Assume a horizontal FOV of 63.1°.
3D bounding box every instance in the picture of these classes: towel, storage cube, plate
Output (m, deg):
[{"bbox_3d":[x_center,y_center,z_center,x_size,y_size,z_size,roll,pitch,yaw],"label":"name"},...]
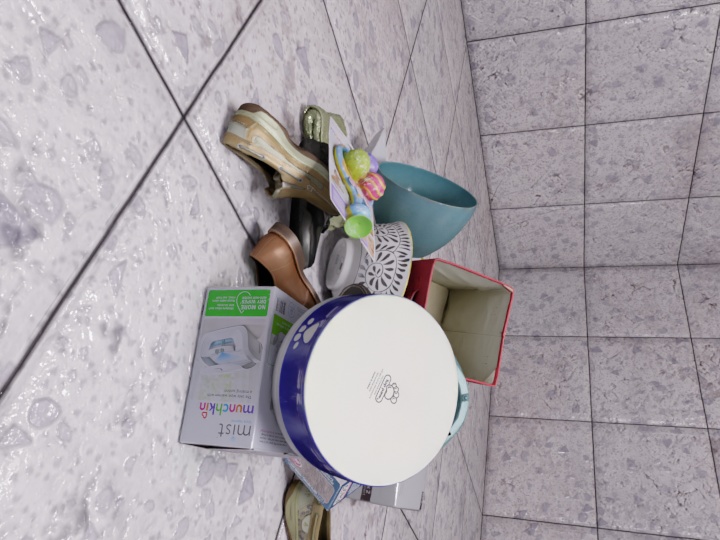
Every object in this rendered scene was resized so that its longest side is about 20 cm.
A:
[{"bbox_3d":[-0.052,-0.169,0.990,0.148,0.036,0.202,-21,108,-71],"label":"towel"},{"bbox_3d":[0.124,0.086,1.001,0.198,0.179,0.173,18,79,-27],"label":"storage cube"},{"bbox_3d":[0.014,-0.148,1.144,0.200,0.032,0.202,-68,160,-50],"label":"plate"}]

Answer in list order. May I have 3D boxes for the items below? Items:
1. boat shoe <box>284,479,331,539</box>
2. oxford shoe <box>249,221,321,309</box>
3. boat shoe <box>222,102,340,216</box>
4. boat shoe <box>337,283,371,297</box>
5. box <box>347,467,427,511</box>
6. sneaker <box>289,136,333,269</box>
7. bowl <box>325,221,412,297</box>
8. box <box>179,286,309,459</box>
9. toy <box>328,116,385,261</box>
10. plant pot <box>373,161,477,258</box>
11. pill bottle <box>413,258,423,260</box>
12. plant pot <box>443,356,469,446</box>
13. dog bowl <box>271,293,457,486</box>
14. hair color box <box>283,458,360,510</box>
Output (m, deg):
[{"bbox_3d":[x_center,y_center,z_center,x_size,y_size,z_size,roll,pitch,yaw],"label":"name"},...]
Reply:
[{"bbox_3d":[-0.066,0.407,0.867,0.073,0.062,0.202,-48,134,-63],"label":"boat shoe"},{"bbox_3d":[-0.105,0.031,0.811,0.071,0.071,0.201,-44,137,-27],"label":"oxford shoe"},{"bbox_3d":[-0.098,-0.123,0.768,0.200,0.071,0.077,39,69,-30],"label":"boat shoe"},{"bbox_3d":[-0.020,0.092,0.739,0.057,0.066,0.202,70,27,-52],"label":"boat shoe"},{"bbox_3d":[0.046,0.320,1.069,0.200,0.129,0.201,51,47,-61],"label":"box"},{"bbox_3d":[-0.047,-0.095,0.877,0.076,0.113,0.202,141,-44,-64],"label":"sneaker"},{"bbox_3d":[0.000,0.000,0.990,0.201,0.093,0.202,-52,-151,44],"label":"bowl"},{"bbox_3d":[-0.109,0.133,0.715,0.200,0.096,0.178,45,47,-63],"label":"box"},{"bbox_3d":[0.003,-0.121,0.787,0.115,0.047,0.201,53,25,-37],"label":"toy"},{"bbox_3d":[0.104,-0.105,1.117,0.136,0.199,0.200,-69,170,24],"label":"plant pot"},{"bbox_3d":[0.087,0.002,1.260,0.200,0.111,0.114,43,49,-65],"label":"pill bottle"},{"bbox_3d":[0.063,0.167,0.790,0.134,0.198,0.203,161,-69,-69],"label":"plant pot"},{"bbox_3d":[0.008,0.126,0.641,0.198,0.079,0.202,4,83,-31],"label":"dog bowl"},{"bbox_3d":[-0.008,0.262,0.887,0.199,0.100,0.061,-14,137,-50],"label":"hair color box"}]
